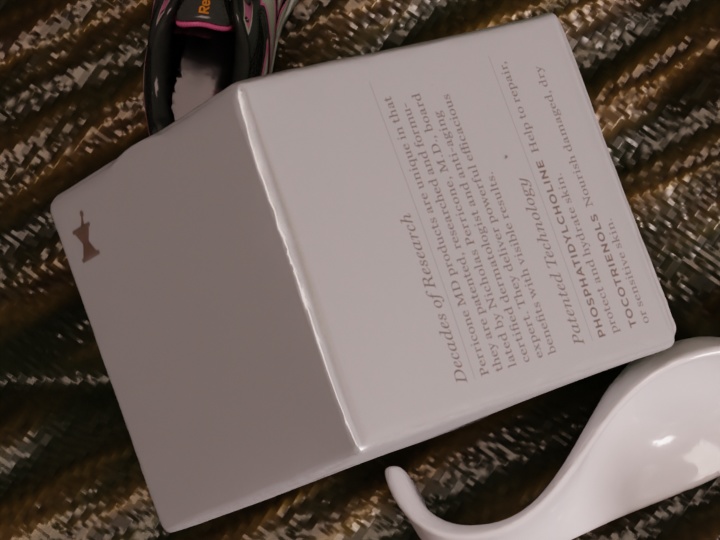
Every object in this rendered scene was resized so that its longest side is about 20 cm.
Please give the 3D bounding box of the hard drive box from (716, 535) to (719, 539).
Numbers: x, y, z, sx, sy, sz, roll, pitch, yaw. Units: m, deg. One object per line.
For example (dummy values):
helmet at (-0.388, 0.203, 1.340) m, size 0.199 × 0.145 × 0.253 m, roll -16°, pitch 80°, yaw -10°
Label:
hard drive box at (0.254, 0.222, 1.228) m, size 0.155 × 0.077 × 0.202 m, roll -6°, pitch 89°, yaw 5°

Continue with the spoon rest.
spoon rest at (0.113, 0.092, 1.256) m, size 0.199 × 0.100 × 0.061 m, roll -23°, pitch 49°, yaw 10°

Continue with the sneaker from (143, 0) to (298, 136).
sneaker at (-0.067, -0.135, 1.285) m, size 0.080 × 0.086 × 0.202 m, roll 2°, pitch 86°, yaw 4°

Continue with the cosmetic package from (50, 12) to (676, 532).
cosmetic package at (0.000, 0.000, 1.187) m, size 0.199 × 0.167 × 0.167 m, roll -16°, pitch 84°, yaw -39°
